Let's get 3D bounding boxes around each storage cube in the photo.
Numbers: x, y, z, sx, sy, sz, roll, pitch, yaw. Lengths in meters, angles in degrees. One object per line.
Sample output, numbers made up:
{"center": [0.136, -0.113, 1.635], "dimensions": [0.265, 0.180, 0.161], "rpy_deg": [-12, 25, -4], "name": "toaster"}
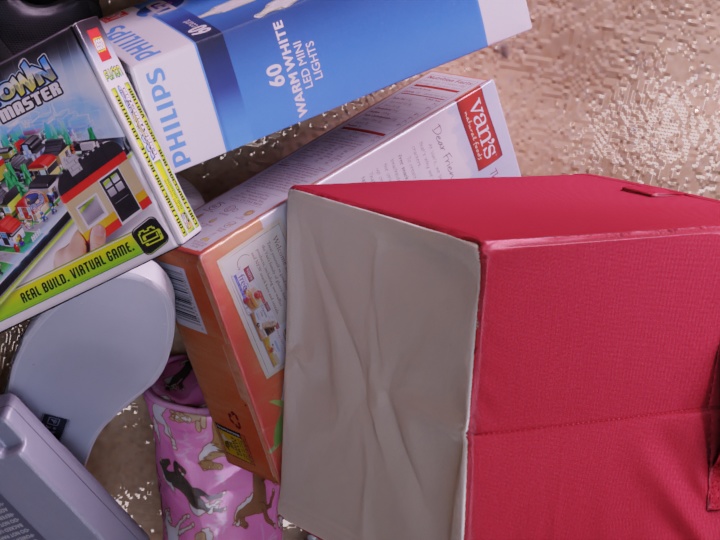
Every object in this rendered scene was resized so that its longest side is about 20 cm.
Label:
{"center": [0.079, 0.049, 0.983], "dimensions": [0.178, 0.200, 0.173], "rpy_deg": [-3, 102, -30], "name": "storage cube"}

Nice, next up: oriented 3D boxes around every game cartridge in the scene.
{"center": [-0.212, 0.142, 1.093], "dimensions": [0.199, 0.042, 0.133], "rpy_deg": [-21, 126, 32], "name": "game cartridge"}

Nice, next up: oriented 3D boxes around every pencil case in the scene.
{"center": [-0.076, 0.143, 1.137], "dimensions": [0.082, 0.086, 0.202], "rpy_deg": [-21, 118, -40], "name": "pencil case"}

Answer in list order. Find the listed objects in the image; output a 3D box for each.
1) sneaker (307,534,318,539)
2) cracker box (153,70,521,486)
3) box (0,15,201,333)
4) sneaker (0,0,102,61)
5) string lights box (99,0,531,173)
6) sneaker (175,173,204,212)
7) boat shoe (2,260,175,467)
{"center": [0.016, 0.217, 1.198], "dimensions": [0.069, 0.099, 0.202], "rpy_deg": [0, 87, 28], "name": "sneaker"}
{"center": [0.000, 0.000, 1.069], "dimensions": [0.199, 0.057, 0.135], "rpy_deg": [-31, 117, -28], "name": "cracker box"}
{"center": [-0.185, -0.023, 0.947], "dimensions": [0.199, 0.035, 0.111], "rpy_deg": [-25, 97, 15], "name": "box"}
{"center": [-0.220, -0.130, 1.020], "dimensions": [0.199, 0.074, 0.085], "rpy_deg": [16, 102, -25], "name": "sneaker"}
{"center": [-0.029, -0.118, 1.013], "dimensions": [0.199, 0.103, 0.059], "rpy_deg": [-23, 115, -16], "name": "string lights box"}
{"center": [-0.184, -0.011, 1.063], "dimensions": [0.198, 0.074, 0.119], "rpy_deg": [8, 103, -3], "name": "sneaker"}
{"center": [-0.150, 0.048, 1.065], "dimensions": [0.073, 0.066, 0.200], "rpy_deg": [22, 131, -19], "name": "boat shoe"}
